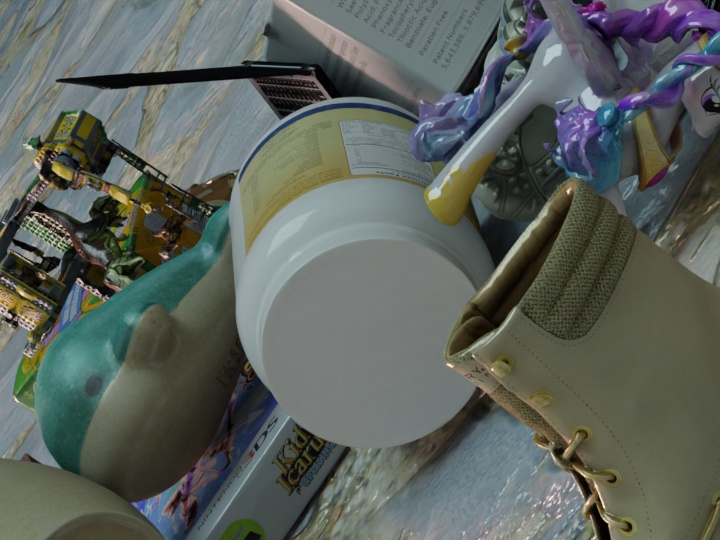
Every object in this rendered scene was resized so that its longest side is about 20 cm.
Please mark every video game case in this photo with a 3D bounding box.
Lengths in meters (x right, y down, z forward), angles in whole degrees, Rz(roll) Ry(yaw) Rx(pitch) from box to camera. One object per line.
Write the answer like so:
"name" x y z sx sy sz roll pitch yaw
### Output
"video game case" -0.072 0.112 1.506 0.182 0.045 0.200 -55 17 4

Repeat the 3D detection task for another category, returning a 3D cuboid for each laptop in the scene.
"laptop" -0.077 -0.078 1.551 0.116 0.200 0.187 -40 15 -9

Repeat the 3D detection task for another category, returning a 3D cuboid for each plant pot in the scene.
"plant pot" -0.177 0.189 1.343 0.200 0.187 0.188 -20 41 61

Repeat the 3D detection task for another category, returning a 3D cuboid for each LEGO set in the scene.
"LEGO set" -0.163 0.007 1.550 0.154 0.200 0.116 -36 23 38

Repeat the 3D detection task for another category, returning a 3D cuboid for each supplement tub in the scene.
"supplement tub" 0.000 0.000 1.338 0.145 0.144 0.200 -52 18 16

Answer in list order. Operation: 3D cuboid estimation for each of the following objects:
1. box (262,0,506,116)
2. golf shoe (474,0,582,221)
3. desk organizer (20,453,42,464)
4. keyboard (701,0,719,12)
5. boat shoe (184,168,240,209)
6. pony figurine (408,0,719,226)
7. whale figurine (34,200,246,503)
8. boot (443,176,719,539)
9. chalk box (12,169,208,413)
"box" 0.041 -0.204 1.521 0.201 0.130 0.199 -60 0 -8
"golf shoe" 0.093 -0.073 1.371 0.200 0.078 0.097 -71 4 -52
"desk organizer" -0.270 0.241 1.780 0.200 0.072 0.077 -58 15 -1
"keyboard" 0.197 -0.172 1.280 0.200 0.040 0.104 -58 16 0
"boat shoe" -0.126 -0.027 1.869 0.200 0.076 0.074 -19 35 51
"pony figurine" 0.113 -0.099 1.200 0.200 0.166 0.194 -45 65 30
"whale figurine" -0.125 0.040 1.465 0.201 0.103 0.159 -60 -18 -6
"boot" 0.090 0.082 0.928 0.201 0.155 0.073 -60 17 -8
"chalk box" -0.166 0.056 1.731 0.200 0.125 0.124 -50 18 26
